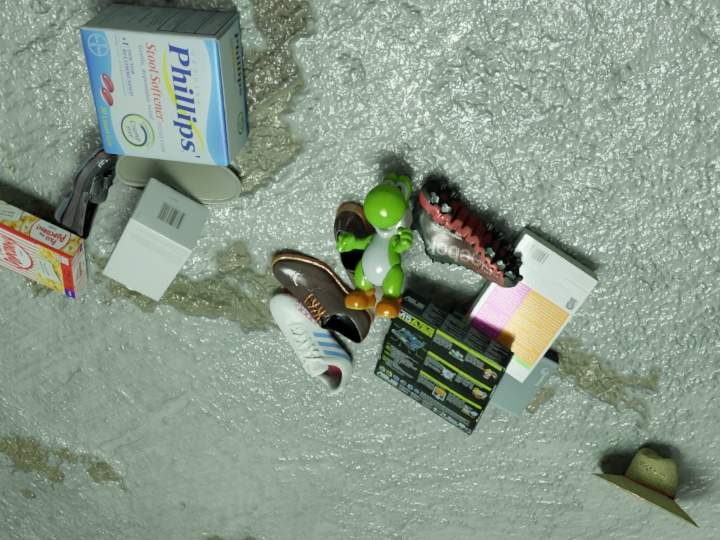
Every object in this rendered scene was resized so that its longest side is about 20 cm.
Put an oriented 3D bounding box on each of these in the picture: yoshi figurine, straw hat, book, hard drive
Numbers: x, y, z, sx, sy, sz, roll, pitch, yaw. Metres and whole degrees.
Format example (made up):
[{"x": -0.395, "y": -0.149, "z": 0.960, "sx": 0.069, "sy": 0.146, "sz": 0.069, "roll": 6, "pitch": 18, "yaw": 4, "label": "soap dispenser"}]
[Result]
[{"x": 0.027, "y": -0.039, "z": 1.115, "sx": 0.109, "sy": 0.112, "sz": 0.206, "roll": 8, "pitch": 95, "yaw": -17, "label": "yoshi figurine"}, {"x": 0.500, "y": 0.354, "z": 1.327, "sx": 0.197, "sy": 0.201, "sz": 0.087, "roll": 27, "pitch": 83, "yaw": -5, "label": "straw hat"}, {"x": 0.251, "y": 0.055, "z": 1.191, "sx": 0.132, "sy": 0.048, "sz": 0.202, "roll": 31, "pitch": 115, "yaw": -3, "label": "book"}, {"x": 0.212, "y": 0.153, "z": 1.297, "sx": 0.196, "sy": 0.033, "sz": 0.141, "roll": 26, "pitch": 126, "yaw": -5, "label": "hard drive"}]

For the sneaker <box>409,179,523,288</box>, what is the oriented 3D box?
[{"x": 0.150, "y": -0.039, "z": 1.147, "sx": 0.200, "sy": 0.071, "sz": 0.098, "roll": 42, "pitch": 129, "yaw": 0, "label": "sneaker"}]

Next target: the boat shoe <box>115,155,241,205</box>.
[{"x": -0.279, "y": -0.141, "z": 1.213, "sx": 0.194, "sy": 0.075, "sz": 0.063, "roll": 10, "pitch": 169, "yaw": 0, "label": "boat shoe"}]

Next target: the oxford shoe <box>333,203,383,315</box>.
[{"x": 0.000, "y": 0.000, "z": 1.218, "sx": 0.070, "sy": 0.074, "sz": 0.203, "roll": -12, "pitch": 120, "yaw": 21, "label": "oxford shoe"}]

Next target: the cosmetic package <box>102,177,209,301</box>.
[{"x": -0.325, "y": -0.043, "z": 1.221, "sx": 0.106, "sy": 0.086, "sz": 0.199, "roll": 28, "pitch": 146, "yaw": -18, "label": "cosmetic package"}]

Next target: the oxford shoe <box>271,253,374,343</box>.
[{"x": -0.064, "y": 0.045, "z": 1.265, "sx": 0.197, "sy": 0.073, "sz": 0.072, "roll": 32, "pitch": 126, "yaw": -9, "label": "oxford shoe"}]

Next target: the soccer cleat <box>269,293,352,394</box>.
[{"x": -0.084, "y": 0.125, "z": 1.316, "sx": 0.069, "sy": 0.087, "sz": 0.200, "roll": -31, "pitch": 112, "yaw": 30, "label": "soccer cleat"}]

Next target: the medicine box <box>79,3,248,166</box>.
[{"x": -0.267, "y": -0.260, "z": 1.088, "sx": 0.194, "sy": 0.104, "sz": 0.186, "roll": 7, "pitch": 125, "yaw": 10, "label": "medicine box"}]

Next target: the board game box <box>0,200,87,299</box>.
[{"x": -0.565, "y": -0.042, "z": 1.315, "sx": 0.196, "sy": 0.047, "sz": 0.152, "roll": 25, "pitch": 148, "yaw": -3, "label": "board game box"}]

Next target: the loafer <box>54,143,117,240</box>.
[{"x": -0.424, "y": -0.123, "z": 1.235, "sx": 0.063, "sy": 0.072, "sz": 0.199, "roll": 49, "pitch": 131, "yaw": 0, "label": "loafer"}]

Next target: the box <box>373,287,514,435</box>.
[{"x": 0.126, "y": 0.149, "z": 1.244, "sx": 0.197, "sy": 0.048, "sz": 0.196, "roll": 30, "pitch": 136, "yaw": 14, "label": "box"}]
